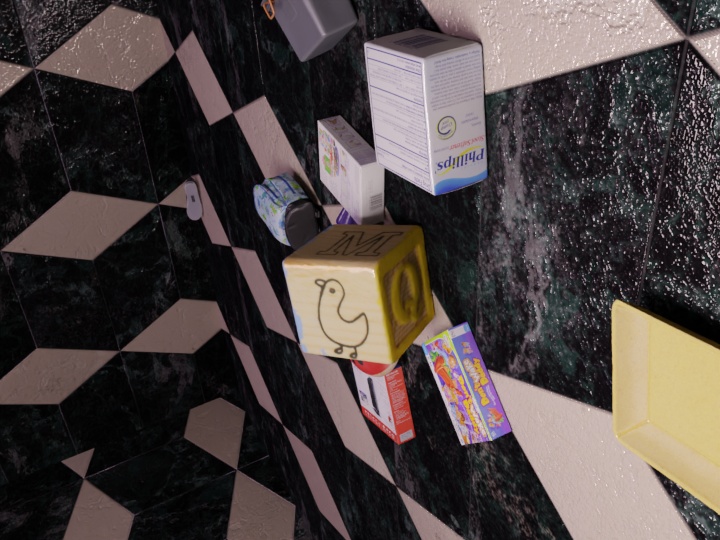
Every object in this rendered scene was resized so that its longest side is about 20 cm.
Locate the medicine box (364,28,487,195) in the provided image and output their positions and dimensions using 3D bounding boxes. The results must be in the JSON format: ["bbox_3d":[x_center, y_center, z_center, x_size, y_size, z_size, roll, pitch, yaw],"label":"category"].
[{"bbox_3d":[0.097,-0.242,1.147,0.182,0.101,0.204,39,143,55],"label":"medicine box"}]

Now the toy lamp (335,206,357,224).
[{"bbox_3d":[-0.042,-0.052,1.666,0.058,0.057,0.204,46,128,48],"label":"toy lamp"}]

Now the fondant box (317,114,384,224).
[{"bbox_3d":[-0.021,-0.204,1.550,0.201,0.057,0.146,51,151,43],"label":"fondant box"}]

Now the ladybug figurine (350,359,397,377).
[{"bbox_3d":[0.022,0.163,1.679,0.199,0.071,0.139,-3,80,63],"label":"ladybug figurine"}]

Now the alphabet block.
[{"bbox_3d":[0.002,0.035,1.399,0.196,0.196,0.199,2,116,31],"label":"alphabet block"}]

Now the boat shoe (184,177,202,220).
[{"bbox_3d":[-0.716,-0.308,3.262,0.057,0.067,0.203,-103,12,-46],"label":"boat shoe"}]

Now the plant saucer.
[{"bbox_3d":[0.370,0.147,0.854,0.200,0.048,0.204,36,139,58],"label":"plant saucer"}]

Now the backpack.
[{"bbox_3d":[-0.189,-0.160,1.936,0.165,0.150,0.202,84,169,-48],"label":"backpack"}]

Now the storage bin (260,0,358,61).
[{"bbox_3d":[-0.095,-0.481,1.413,0.136,0.144,0.199,62,160,-6],"label":"storage bin"}]

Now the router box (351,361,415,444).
[{"bbox_3d":[0.049,0.286,1.797,0.199,0.048,0.183,24,129,64],"label":"router box"}]

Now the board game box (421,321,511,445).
[{"bbox_3d":[0.188,0.207,1.377,0.204,0.044,0.134,68,160,9],"label":"board game box"}]

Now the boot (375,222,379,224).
[{"bbox_3d":[0.000,0.000,1.564,0.067,0.128,0.204,17,123,65],"label":"boot"}]
